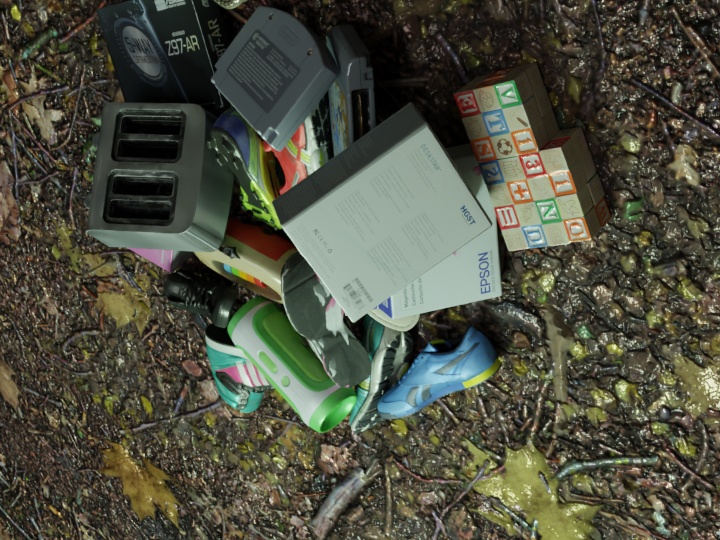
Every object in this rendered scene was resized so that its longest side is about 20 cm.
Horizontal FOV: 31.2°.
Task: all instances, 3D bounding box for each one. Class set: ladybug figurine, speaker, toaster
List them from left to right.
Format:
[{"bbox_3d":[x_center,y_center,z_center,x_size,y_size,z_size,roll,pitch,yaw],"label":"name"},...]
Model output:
[{"bbox_3d":[-0.258,-0.119,1.700,0.198,0.119,0.183,4,81,17],"label":"toaster"},{"bbox_3d":[-0.146,-0.018,1.784,0.199,0.072,0.136,24,165,17],"label":"ladybug figurine"},{"bbox_3d":[-0.096,0.129,1.792,0.200,0.088,0.089,45,136,20],"label":"speaker"}]

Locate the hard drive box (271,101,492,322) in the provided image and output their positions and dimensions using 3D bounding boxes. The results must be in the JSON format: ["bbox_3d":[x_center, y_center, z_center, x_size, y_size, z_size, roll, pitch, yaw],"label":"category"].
[{"bbox_3d":[0.025,-0.065,1.472,0.199,0.077,0.156,-34,117,4],"label":"hard drive box"}]

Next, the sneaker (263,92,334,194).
[{"bbox_3d":[-0.084,-0.172,1.631,0.084,0.077,0.202,6,122,14],"label":"sneaker"}]

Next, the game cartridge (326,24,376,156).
[{"bbox_3d":[-0.010,-0.187,1.563,0.133,0.041,0.202,-121,24,-57],"label":"game cartridge"}]

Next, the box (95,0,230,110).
[{"bbox_3d":[-0.255,-0.290,1.718,0.199,0.043,0.162,0,112,43],"label":"box"}]

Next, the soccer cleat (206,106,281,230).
[{"bbox_3d":[-0.131,-0.133,1.687,0.064,0.084,0.201,19,150,36],"label":"soccer cleat"}]

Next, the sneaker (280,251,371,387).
[{"bbox_3d":[-0.058,0.062,1.719,0.086,0.080,0.201,45,158,63],"label":"sneaker"}]

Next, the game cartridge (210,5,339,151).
[{"bbox_3d":[-0.103,-0.241,1.563,0.134,0.040,0.200,-54,41,11],"label":"game cartridge"}]

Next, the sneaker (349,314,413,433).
[{"bbox_3d":[0.021,0.141,1.791,0.080,0.077,0.201,43,133,35],"label":"sneaker"}]

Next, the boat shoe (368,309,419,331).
[{"bbox_3d":[0.000,0.000,1.712,0.200,0.072,0.060,43,177,-5],"label":"boat shoe"}]

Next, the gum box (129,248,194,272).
[{"bbox_3d":[-0.290,-0.112,1.858,0.113,0.066,0.201,28,130,19],"label":"gum box"}]

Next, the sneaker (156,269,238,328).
[{"bbox_3d":[-0.238,0.037,1.861,0.103,0.061,0.200,19,177,-9],"label":"sneaker"}]

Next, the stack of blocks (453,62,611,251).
[{"bbox_3d":[0.198,-0.130,1.477,0.114,0.059,0.202,-8,111,40],"label":"stack of blocks"}]

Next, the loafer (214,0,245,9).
[{"bbox_3d":[-0.190,-0.395,1.607,0.200,0.068,0.076,48,136,25],"label":"loafer"}]

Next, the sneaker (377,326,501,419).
[{"bbox_3d":[0.091,0.132,1.708,0.199,0.066,0.079,-29,104,33],"label":"sneaker"}]

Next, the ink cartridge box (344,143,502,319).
[{"bbox_3d":[0.068,-0.041,1.560,0.043,0.198,0.198,-119,18,-60],"label":"ink cartridge box"}]

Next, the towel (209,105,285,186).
[{"bbox_3d":[-0.160,-0.205,1.734,0.200,0.022,0.147,40,133,13],"label":"towel"}]

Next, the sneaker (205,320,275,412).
[{"bbox_3d":[-0.143,0.162,1.907,0.199,0.084,0.122,21,130,24],"label":"sneaker"}]
